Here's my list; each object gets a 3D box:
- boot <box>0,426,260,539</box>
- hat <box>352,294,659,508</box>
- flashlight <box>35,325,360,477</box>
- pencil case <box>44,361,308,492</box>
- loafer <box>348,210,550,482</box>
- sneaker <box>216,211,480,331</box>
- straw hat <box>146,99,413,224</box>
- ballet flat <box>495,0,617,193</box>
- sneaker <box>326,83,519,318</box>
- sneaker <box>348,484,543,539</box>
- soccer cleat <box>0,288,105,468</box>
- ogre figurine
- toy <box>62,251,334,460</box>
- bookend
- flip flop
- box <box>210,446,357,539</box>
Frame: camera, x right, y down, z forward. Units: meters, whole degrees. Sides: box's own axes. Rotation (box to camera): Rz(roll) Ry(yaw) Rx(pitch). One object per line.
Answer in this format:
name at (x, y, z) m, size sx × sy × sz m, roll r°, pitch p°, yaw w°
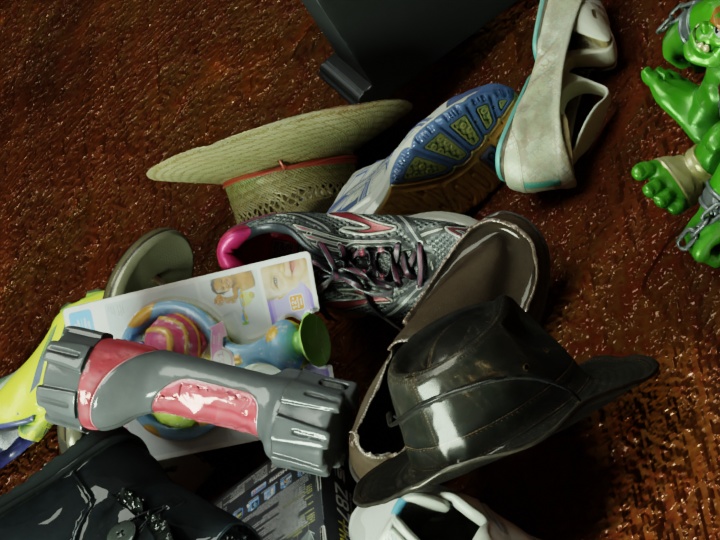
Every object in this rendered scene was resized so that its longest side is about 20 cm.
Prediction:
boot at (-0.175, 0.198, 1.645) m, size 0.200 × 0.076 × 0.168 m, roll -40°, pitch 40°, yaw -12°
hat at (0.070, 0.063, 1.529) m, size 0.200 × 0.081 × 0.201 m, roll -25°, pitch 2°, yaw 1°
flashlight at (-0.105, 0.087, 1.668) m, size 0.200 × 0.068 × 0.068 m, roll 14°, pitch 27°, yaw 19°
pencil case at (-0.123, 0.098, 1.824) m, size 0.200 × 0.089 × 0.078 m, roll -48°, pitch 29°, yaw 0°
loafer at (0.057, 0.052, 1.636) m, size 0.073 × 0.071 × 0.200 m, roll 25°, pitch 82°, yaw 14°
sneaker at (0.000, 0.000, 1.730) m, size 0.200 × 0.075 × 0.081 m, roll 1°, pitch 90°, yaw 26°
straw hat at (-0.048, -0.055, 1.898) m, size 0.201 × 0.201 × 0.085 m, roll -20°, pitch 82°, yaw 41°
ballet flat at (0.145, -0.132, 1.778) m, size 0.062 × 0.067 × 0.200 m, roll 4°, pitch 58°, yaw 22°
sneaker at (0.029, -0.062, 1.821) m, size 0.200 × 0.075 × 0.088 m, roll -45°, pitch 29°, yaw 6°
sneaker at (0.042, 0.153, 1.543) m, size 0.200 × 0.087 × 0.075 m, roll 10°, pitch 65°, yaw 58°
soccer cleat at (-0.237, 0.091, 2.016) m, size 0.200 × 0.065 × 0.084 m, roll -39°, pitch 38°, yaw 22°
ogre figurine at (0.230, -0.110, 1.596) m, size 0.120 × 0.098 × 0.200 m, roll -49°, pitch 8°, yaw 38°
toy at (-0.115, 0.063, 1.729) m, size 0.200 × 0.047 × 0.115 m, roll -13°, pitch 86°, yaw 26°
bookend at (0.017, -0.256, 1.899) m, size 0.200 × 0.199 × 0.092 m, roll -38°, pitch 30°, yaw -4°
flip flop at (-0.164, 0.061, 1.944) m, size 0.058 × 0.081 × 0.200 m, roll 4°, pitch 57°, yaw 32°
box at (-0.082, 0.213, 1.677) m, size 0.200 × 0.049 × 0.161 m, roll -38°, pitch 30°, yaw 21°
